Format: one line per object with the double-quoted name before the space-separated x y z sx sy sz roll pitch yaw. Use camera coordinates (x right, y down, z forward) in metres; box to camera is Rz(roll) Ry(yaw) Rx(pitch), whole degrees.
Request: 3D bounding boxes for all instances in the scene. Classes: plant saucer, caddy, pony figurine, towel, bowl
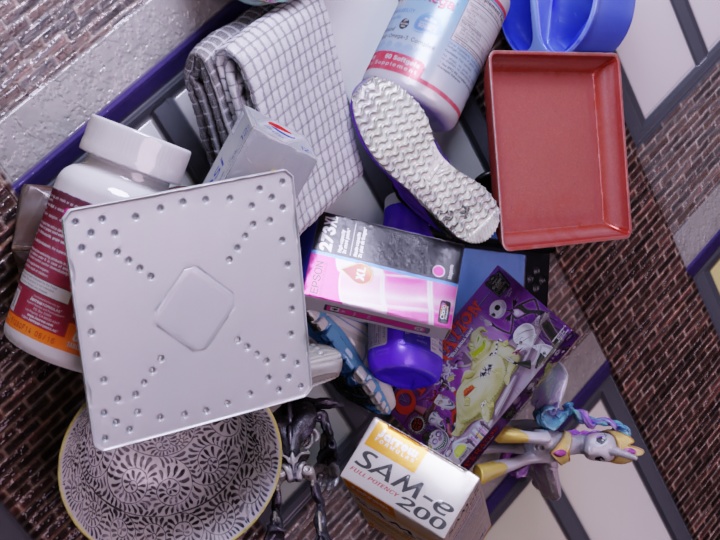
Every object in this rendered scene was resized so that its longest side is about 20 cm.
"plant saucer" 0.203 -0.127 1.425 0.198 0.037 0.203 -6 93 -38
"caddy" 0.220 -0.322 1.464 0.104 0.141 0.203 1 97 -40
"pony figurine" 0.197 0.192 1.530 0.197 0.193 0.169 0 96 -18
"towel" -0.080 -0.146 1.281 0.166 0.085 0.202 -48 131 -49
"bowl" -0.176 0.154 1.225 0.198 0.094 0.203 -6 114 -13

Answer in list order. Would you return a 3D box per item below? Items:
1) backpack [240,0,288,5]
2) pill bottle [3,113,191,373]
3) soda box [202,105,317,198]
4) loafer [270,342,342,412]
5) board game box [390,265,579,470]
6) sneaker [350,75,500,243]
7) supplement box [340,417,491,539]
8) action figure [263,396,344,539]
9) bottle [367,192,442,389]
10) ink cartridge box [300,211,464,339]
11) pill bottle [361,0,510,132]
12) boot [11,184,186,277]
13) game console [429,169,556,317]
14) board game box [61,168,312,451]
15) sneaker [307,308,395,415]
"backpack" -0.078 -0.340 1.244 0.200 0.126 0.167 -50 127 -16
"pill bottle" -0.218 -0.021 1.139 0.109 0.109 0.202 19 93 -38
"soda box" -0.116 -0.037 1.185 0.068 0.064 0.201 24 106 -21
"loafer" -0.110 0.121 1.324 0.198 0.070 0.071 -14 107 -14
"board game box" 0.127 0.108 1.448 0.201 0.120 0.032 -51 144 5
"sneaker" 0.049 -0.106 1.365 0.070 0.099 0.201 -43 105 -11
"supplement box" 0.061 0.241 1.399 0.074 0.125 0.200 -56 159 -16
"action figure" -0.072 0.199 1.362 0.117 0.102 0.202 1 57 -10
"bottle" 0.047 0.018 1.401 0.083 0.065 0.203 27 56 -47
"ink cartridge box" 0.000 0.000 1.339 0.197 0.037 0.096 12 65 -2
"pill bottle" 0.088 -0.254 1.396 0.108 0.108 0.202 32 79 -36
"boot" -0.228 0.012 1.237 0.198 0.064 0.189 -5 102 -33
"game console" 0.169 -0.010 1.493 0.198 0.116 0.178 6 86 -37
"board game box" -0.140 0.029 1.116 0.198 0.026 0.203 -13 109 -26
"sneaker" -0.008 0.065 1.407 0.087 0.075 0.201 -49 124 -26
